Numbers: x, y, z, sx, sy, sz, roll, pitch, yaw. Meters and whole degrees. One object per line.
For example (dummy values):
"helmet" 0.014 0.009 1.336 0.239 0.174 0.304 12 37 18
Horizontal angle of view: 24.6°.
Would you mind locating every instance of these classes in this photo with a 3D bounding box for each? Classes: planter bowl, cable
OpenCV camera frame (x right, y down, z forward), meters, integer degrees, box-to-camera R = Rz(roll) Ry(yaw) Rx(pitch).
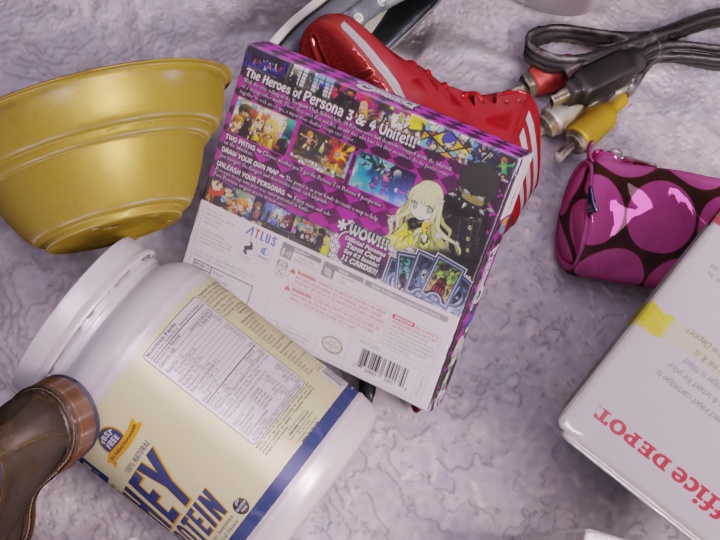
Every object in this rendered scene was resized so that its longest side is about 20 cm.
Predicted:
"planter bowl" -0.167 -0.062 1.053 0.200 0.200 0.084 -16 83 -9
"cable" 0.195 -0.151 1.202 0.199 0.050 0.097 -24 65 -22

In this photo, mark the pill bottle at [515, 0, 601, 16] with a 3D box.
"pill bottle" 0.161 -0.294 1.177 0.114 0.114 0.200 28 78 0

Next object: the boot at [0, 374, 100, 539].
"boot" -0.244 0.144 1.005 0.075 0.200 0.097 46 34 12

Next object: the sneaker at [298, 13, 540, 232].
"sneaker" 0.048 -0.112 1.140 0.200 0.078 0.116 54 52 -17

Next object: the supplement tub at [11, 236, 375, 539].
"supplement tub" -0.107 0.087 1.057 0.200 0.145 0.145 37 77 2

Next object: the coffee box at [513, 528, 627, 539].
"coffee box" 0.187 0.282 1.021 0.199 0.200 0.199 15 79 -3

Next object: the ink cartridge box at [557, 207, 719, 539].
"ink cartridge box" 0.235 0.056 1.005 0.145 0.083 0.200 39 100 6

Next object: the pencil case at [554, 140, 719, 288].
"pencil case" 0.240 -0.028 1.145 0.199 0.091 0.094 10 91 -7

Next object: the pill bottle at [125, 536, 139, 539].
"pill bottle" -0.125 0.273 1.035 0.112 0.112 0.200 -31 84 -11

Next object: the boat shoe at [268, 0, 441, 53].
"boat shoe" -0.016 -0.149 1.147 0.062 0.073 0.200 34 72 17

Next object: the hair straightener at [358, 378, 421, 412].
"hair straightener" 0.000 0.000 1.138 0.077 0.041 0.201 -3 80 -7

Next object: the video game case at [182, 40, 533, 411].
"video game case" -0.009 -0.030 1.078 0.199 0.036 0.182 24 109 17
